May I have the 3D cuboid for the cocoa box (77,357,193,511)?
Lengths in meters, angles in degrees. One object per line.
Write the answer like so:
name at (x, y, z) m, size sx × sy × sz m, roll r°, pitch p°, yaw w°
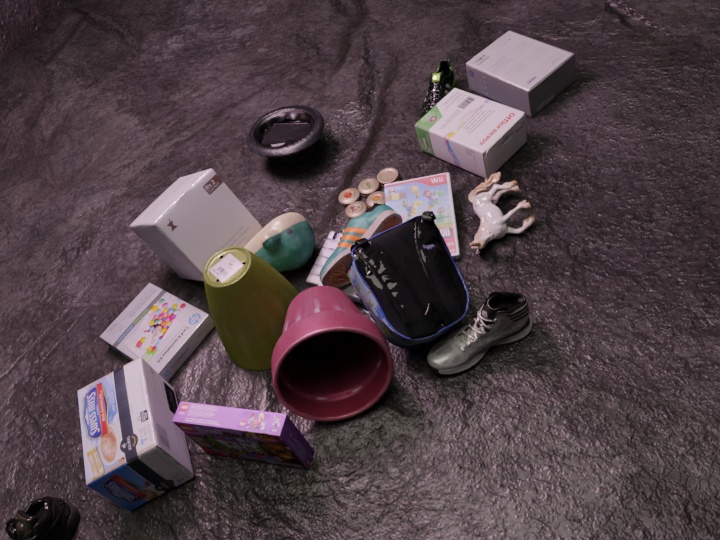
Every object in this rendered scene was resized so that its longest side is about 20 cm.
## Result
cocoa box at (-0.396, 0.285, 1.114) m, size 0.131 × 0.134 × 0.201 m, roll -27°, pitch 48°, yaw -3°

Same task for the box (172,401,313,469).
box at (-0.191, 0.273, 1.050) m, size 0.198 × 0.137 × 0.039 m, roll 2°, pitch 52°, yaw 21°

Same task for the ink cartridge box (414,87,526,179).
ink cartridge box at (0.244, -0.304, 1.401) m, size 0.145 × 0.084 × 0.199 m, roll -44°, pitch 51°, yaw -17°

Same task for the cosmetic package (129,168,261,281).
cosmetic package at (-0.348, -0.092, 1.337) m, size 0.165 × 0.165 × 0.199 m, roll -50°, pitch 26°, yaw -21°

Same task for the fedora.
fedora at (-0.173, -0.313, 1.550) m, size 0.199 × 0.092 × 0.202 m, roll -10°, pitch 50°, yaw 12°

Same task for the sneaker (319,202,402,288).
sneaker at (-0.010, -0.050, 1.239) m, size 0.200 × 0.071 × 0.080 m, roll -43°, pitch 43°, yaw -4°

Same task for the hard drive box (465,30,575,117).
hard drive box at (0.373, -0.465, 1.492) m, size 0.156 × 0.077 × 0.200 m, roll -39°, pitch 50°, yaw -13°

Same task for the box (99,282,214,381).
box at (-0.420, 0.125, 1.316) m, size 0.199 × 0.041 × 0.156 m, roll 23°, pitch 63°, yaw 31°

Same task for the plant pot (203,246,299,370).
plant pot at (-0.209, 0.055, 1.191) m, size 0.185 × 0.201 × 0.188 m, roll -9°, pitch 50°, yaw 11°

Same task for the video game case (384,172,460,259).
video game case at (0.123, -0.103, 1.302) m, size 0.142 × 0.017 × 0.201 m, roll -9°, pitch 60°, yaw 12°

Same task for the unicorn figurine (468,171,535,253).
unicorn figurine at (0.265, -0.105, 1.250) m, size 0.137 × 0.074 × 0.201 m, roll -26°, pitch 34°, yaw 10°

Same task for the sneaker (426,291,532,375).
sneaker at (0.193, 0.094, 1.075) m, size 0.199 × 0.116 × 0.076 m, roll -27°, pitch 49°, yaw -3°

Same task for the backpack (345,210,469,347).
backpack at (0.087, 0.031, 1.121) m, size 0.182 × 0.147 × 0.201 m, roll -24°, pitch 74°, yaw -16°

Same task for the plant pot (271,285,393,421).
plant pot at (-0.058, 0.127, 1.101) m, size 0.199 × 0.201 × 0.179 m, roll -22°, pitch 33°, yaw 1°

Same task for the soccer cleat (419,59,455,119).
soccer cleat at (0.181, -0.423, 1.521) m, size 0.067 × 0.081 × 0.201 m, roll 5°, pitch 54°, yaw 23°

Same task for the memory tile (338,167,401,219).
memory tile at (0.044, -0.138, 1.382) m, size 0.152 × 0.017 × 0.201 m, roll -25°, pitch 48°, yaw -2°

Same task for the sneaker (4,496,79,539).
sneaker at (-0.541, 0.466, 1.034) m, size 0.076 × 0.115 × 0.201 m, roll -3°, pitch 53°, yaw 19°

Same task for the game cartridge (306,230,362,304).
game cartridge at (0.000, 0.000, 1.261) m, size 0.199 × 0.038 × 0.130 m, roll 15°, pitch 74°, yaw 29°

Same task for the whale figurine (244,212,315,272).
whale figurine at (-0.179, -0.030, 1.303) m, size 0.199 × 0.159 × 0.104 m, roll -37°, pitch 84°, yaw -16°
